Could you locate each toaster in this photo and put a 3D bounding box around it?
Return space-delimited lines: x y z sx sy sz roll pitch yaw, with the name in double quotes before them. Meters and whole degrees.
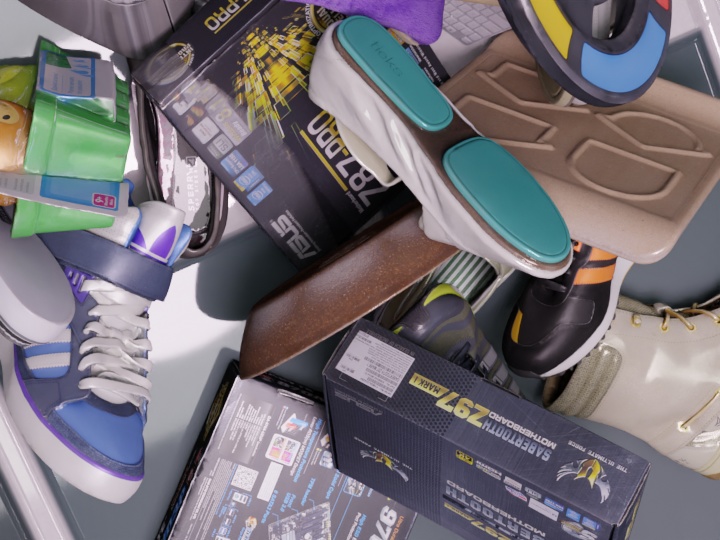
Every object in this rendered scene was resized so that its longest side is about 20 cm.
"toaster" -0.175 -0.220 1.036 0.200 0.129 0.114 32 80 -1

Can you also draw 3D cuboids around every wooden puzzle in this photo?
"wooden puzzle" 0.132 -0.075 1.082 0.185 0.200 0.046 22 125 16

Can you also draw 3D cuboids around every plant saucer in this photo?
"plant saucer" 0.000 0.000 1.076 0.200 0.200 0.037 -32 93 -5

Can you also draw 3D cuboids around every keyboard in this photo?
"keyboard" 0.028 -0.197 1.100 0.200 0.056 0.011 27 63 -41

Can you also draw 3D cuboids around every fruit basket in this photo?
"fruit basket" -0.237 -0.095 1.035 0.200 0.185 0.094 16 112 -15

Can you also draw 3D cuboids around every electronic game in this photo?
"electronic game" 0.128 -0.194 1.001 0.200 0.042 0.200 19 65 -48

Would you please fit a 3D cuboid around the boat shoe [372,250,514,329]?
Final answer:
"boat shoe" 0.086 -0.015 1.177 0.072 0.062 0.200 37 91 -15

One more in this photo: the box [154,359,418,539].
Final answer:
"box" -0.053 0.182 1.190 0.159 0.046 0.200 21 94 -14

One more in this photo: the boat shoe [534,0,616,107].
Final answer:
"boat shoe" 0.152 -0.190 1.112 0.068 0.075 0.200 10 59 -12

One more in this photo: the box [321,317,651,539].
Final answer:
"box" 0.075 0.122 1.066 0.200 0.158 0.051 27 67 15

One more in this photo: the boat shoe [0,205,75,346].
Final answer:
"boat shoe" -0.232 -0.006 1.054 0.069 0.200 0.057 30 104 -40

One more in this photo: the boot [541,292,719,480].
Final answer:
"boot" 0.229 0.033 1.212 0.155 0.072 0.200 22 97 -13

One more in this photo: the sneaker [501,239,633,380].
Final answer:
"sneaker" 0.146 -0.023 1.159 0.200 0.070 0.090 -53 130 -17

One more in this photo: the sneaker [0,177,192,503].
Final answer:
"sneaker" -0.154 0.028 1.063 0.081 0.200 0.146 24 113 -42

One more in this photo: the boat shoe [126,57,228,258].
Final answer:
"boat shoe" -0.115 -0.106 1.122 0.067 0.057 0.200 -7 101 -11

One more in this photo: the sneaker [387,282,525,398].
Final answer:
"sneaker" 0.074 0.077 1.130 0.074 0.081 0.200 -45 145 -4

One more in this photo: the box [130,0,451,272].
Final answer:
"box" -0.031 -0.111 1.095 0.161 0.049 0.200 -41 138 -3

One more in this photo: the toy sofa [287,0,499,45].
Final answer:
"toy sofa" 0.023 -0.187 0.984 0.200 0.083 0.098 7 95 -53

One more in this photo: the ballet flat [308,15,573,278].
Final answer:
"ballet flat" 0.042 -0.060 0.987 0.069 0.069 0.200 -41 76 -3
